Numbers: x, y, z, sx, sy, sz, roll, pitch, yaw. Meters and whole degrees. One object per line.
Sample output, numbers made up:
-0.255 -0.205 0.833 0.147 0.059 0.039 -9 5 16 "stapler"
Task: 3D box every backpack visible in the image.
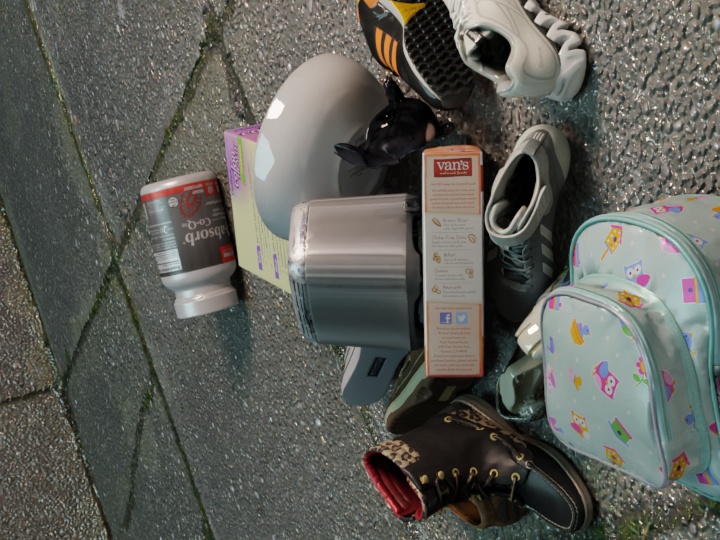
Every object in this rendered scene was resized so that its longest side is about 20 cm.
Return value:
0.220 0.049 0.853 0.176 0.152 0.202 -160 66 -64 "backpack"

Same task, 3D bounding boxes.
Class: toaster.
0.000 0.000 1.159 0.201 0.128 0.115 82 -172 -58 "toaster"

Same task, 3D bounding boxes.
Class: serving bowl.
-0.024 -0.119 1.216 0.065 0.200 0.202 20 124 30 "serving bowl"

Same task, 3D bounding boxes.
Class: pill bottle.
-0.248 -0.038 1.740 0.116 0.115 0.202 -6 99 62 "pill bottle"

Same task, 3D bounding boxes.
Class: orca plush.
0.022 -0.145 1.126 0.104 0.200 0.072 -12 102 31 "orca plush"

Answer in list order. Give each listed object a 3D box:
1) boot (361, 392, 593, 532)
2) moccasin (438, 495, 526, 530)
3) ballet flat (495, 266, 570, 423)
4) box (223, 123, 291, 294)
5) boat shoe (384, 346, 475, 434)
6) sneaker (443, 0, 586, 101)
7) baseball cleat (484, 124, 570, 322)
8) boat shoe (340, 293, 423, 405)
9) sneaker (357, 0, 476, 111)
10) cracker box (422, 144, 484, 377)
0.111 0.205 1.138 0.200 0.150 0.074 40 135 38 "boot"
0.092 0.230 1.270 0.201 0.077 0.074 29 128 55 "moccasin"
0.167 0.074 1.065 0.072 0.071 0.201 56 147 32 "ballet flat"
-0.073 -0.076 1.411 0.199 0.096 0.178 24 124 56 "box"
0.077 0.110 1.266 0.203 0.074 0.075 124 144 -53 "boat shoe"
0.111 -0.218 1.015 0.201 0.080 0.076 55 148 36 "sneaker"
0.133 -0.028 1.034 0.069 0.106 0.202 17 124 24 "baseball cleat"
0.027 0.071 1.333 0.201 0.071 0.066 112 158 -44 "boat shoe"
0.052 -0.216 1.147 0.090 0.069 0.201 104 146 -53 "sneaker"
0.087 -0.013 1.091 0.134 0.057 0.202 -61 -31 -80 "cracker box"
